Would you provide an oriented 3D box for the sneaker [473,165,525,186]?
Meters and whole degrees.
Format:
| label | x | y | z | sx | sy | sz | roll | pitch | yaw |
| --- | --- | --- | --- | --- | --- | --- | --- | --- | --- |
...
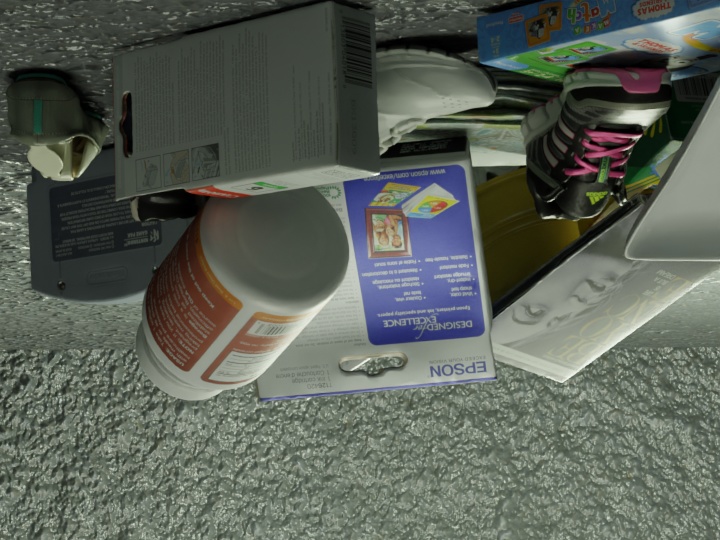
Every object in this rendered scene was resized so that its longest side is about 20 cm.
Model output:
| label | x | y | z | sx | sy | sz | roll | pitch | yaw |
| --- | --- | --- | --- | --- | --- | --- | --- | --- | --- |
| sneaker | 0.150 | -0.076 | 1.795 | 0.199 | 0.076 | 0.115 | 2 | 174 | 9 |

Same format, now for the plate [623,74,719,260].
| label | x | y | z | sx | sy | sz | roll | pitch | yaw |
| --- | --- | --- | --- | --- | --- | --- | --- | --- | --- |
| plate | 0.293 | -0.085 | 1.353 | 0.199 | 0.032 | 0.200 | 0 | 136 | -25 |

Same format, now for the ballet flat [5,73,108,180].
| label | x | y | z | sx | sy | sz | roll | pitch | yaw |
| --- | --- | --- | --- | --- | --- | --- | --- | --- | --- |
| ballet flat | -0.235 | -0.100 | 1.537 | 0.067 | 0.064 | 0.200 | -2 | 173 | 1 |

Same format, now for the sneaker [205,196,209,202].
| label | x | y | z | sx | sy | sz | roll | pitch | yaw |
| --- | --- | --- | --- | --- | --- | --- | --- | --- | --- |
| sneaker | -0.080 | -0.087 | 1.636 | 0.088 | 0.075 | 0.200 | 2 | 172 | -12 |

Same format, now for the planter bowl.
| label | x | y | z | sx | sy | sz | roll | pitch | yaw |
| --- | --- | --- | --- | --- | --- | --- | --- | --- | --- |
| planter bowl | 0.141 | 0.008 | 1.664 | 0.199 | 0.084 | 0.201 | -15 | 145 | -10 |

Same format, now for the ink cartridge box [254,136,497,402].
| label | x | y | z | sx | sy | sz | roll | pitch | yaw |
| --- | --- | --- | --- | --- | --- | --- | --- | --- | --- |
| ink cartridge box | 0.000 | 0.000 | 1.557 | 0.196 | 0.201 | 0.047 | -5 | -149 | 7 |

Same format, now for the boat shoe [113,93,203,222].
| label | x | y | z | sx | sy | sz | roll | pitch | yaw |
| --- | --- | --- | --- | --- | --- | --- | --- | --- | --- |
| boat shoe | -0.149 | -0.110 | 1.506 | 0.074 | 0.093 | 0.200 | -5 | -159 | -10 |

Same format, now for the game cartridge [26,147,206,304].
| label | x | y | z | sx | sy | sz | roll | pitch | yaw |
| --- | --- | --- | --- | --- | --- | --- | --- | --- | --- |
| game cartridge | -0.211 | -0.039 | 1.739 | 0.199 | 0.134 | 0.041 | -7 | 170 | 38 |

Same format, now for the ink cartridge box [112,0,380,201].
| label | x | y | z | sx | sy | sz | roll | pitch | yaw |
| --- | --- | --- | --- | --- | --- | --- | --- | --- | --- |
| ink cartridge box | -0.080 | -0.107 | 1.351 | 0.199 | 0.110 | 0.050 | -8 | 171 | 37 |

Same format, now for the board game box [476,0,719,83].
| label | x | y | z | sx | sy | sz | roll | pitch | yaw |
| --- | --- | --- | --- | --- | --- | --- | --- | --- | --- |
| board game box | 0.200 | -0.159 | 1.319 | 0.199 | 0.037 | 0.151 | -10 | 169 | 41 |

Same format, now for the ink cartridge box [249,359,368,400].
| label | x | y | z | sx | sy | sz | roll | pitch | yaw |
| --- | --- | --- | --- | --- | --- | --- | --- | --- | --- |
| ink cartridge box | -0.017 | -0.003 | 1.695 | 0.084 | 0.147 | 0.200 | 15 | -145 | 42 |

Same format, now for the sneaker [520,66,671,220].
| label | x | y | z | sx | sy | sz | roll | pitch | yaw |
| --- | --- | --- | --- | --- | --- | --- | --- | --- | --- |
| sneaker | 0.164 | -0.084 | 1.387 | 0.073 | 0.088 | 0.200 | 1 | 168 | -16 |

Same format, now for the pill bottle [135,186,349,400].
| label | x | y | z | sx | sy | sz | roll | pitch | yaw |
| --- | --- | --- | --- | --- | --- | --- | --- | --- | --- |
| pill bottle | -0.095 | 0.019 | 1.470 | 0.112 | 0.113 | 0.200 | 2 | 154 | -26 |

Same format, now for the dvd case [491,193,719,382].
| label | x | y | z | sx | sy | sz | roll | pitch | yaw |
| --- | --- | --- | --- | --- | --- | --- | --- | --- | --- |
| dvd case | 0.191 | 0.019 | 1.610 | 0.200 | 0.016 | 0.148 | -38 | 144 | 27 |

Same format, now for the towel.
| label | x | y | z | sx | sy | sz | roll | pitch | yaw |
| --- | --- | --- | --- | --- | --- | --- | --- | --- | --- |
| towel | 0.088 | -0.118 | 1.567 | 0.170 | 0.048 | 0.200 | 1 | 172 | -3 |

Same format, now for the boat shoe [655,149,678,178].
| label | x | y | z | sx | sy | sz | roll | pitch | yaw |
| --- | --- | --- | --- | --- | --- | --- | --- | --- | --- |
| boat shoe | 0.307 | -0.101 | 1.422 | 0.199 | 0.063 | 0.071 | -33 | 171 | 9 |

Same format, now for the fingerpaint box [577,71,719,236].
| label | x | y | z | sx | sy | sz | roll | pitch | yaw |
| --- | --- | --- | --- | --- | --- | --- | --- | --- | --- |
| fingerpaint box | 0.287 | -0.088 | 1.567 | 0.199 | 0.074 | 0.167 | 1 | 155 | -20 |

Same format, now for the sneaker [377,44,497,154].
| label | x | y | z | sx | sy | sz | roll | pitch | yaw |
| --- | --- | --- | --- | --- | --- | --- | --- | --- | --- |
| sneaker | 0.002 | -0.111 | 1.433 | 0.199 | 0.088 | 0.074 | -6 | 170 | 17 |
